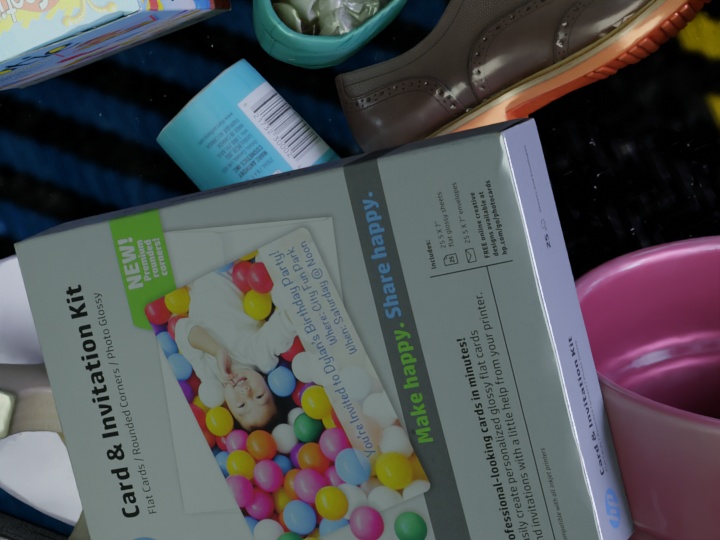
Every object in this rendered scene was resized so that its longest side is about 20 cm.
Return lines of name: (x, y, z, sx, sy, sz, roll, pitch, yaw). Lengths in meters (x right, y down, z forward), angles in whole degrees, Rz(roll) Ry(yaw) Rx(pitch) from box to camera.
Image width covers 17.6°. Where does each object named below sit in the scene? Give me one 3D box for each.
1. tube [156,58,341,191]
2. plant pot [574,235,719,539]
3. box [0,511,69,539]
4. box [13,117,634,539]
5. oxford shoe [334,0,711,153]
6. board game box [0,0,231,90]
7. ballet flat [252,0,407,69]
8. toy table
tube: (0.000, 0.000, 0.976, 0.200, 0.050, 0.077, 47, 64, -1)
plant pot: (0.170, 0.101, 0.913, 0.199, 0.200, 0.179, 2, 113, 5)
box: (-0.106, 0.185, 1.018, 0.200, 0.035, 0.110, 19, 98, 3)
box: (-0.016, 0.041, 0.847, 0.200, 0.041, 0.156, -11, 96, 24)
oxford shoe: (0.079, -0.107, 0.950, 0.200, 0.071, 0.073, -35, 84, 6)
board game box: (-0.129, -0.131, 0.900, 0.105, 0.200, 0.103, -20, 94, 7)
ballet flat: (0.031, -0.158, 0.946, 0.067, 0.070, 0.200, 44, 98, 0)
toy table: (-0.096, 0.062, 0.962, 0.199, 0.117, 0.184, 3, 97, 4)
